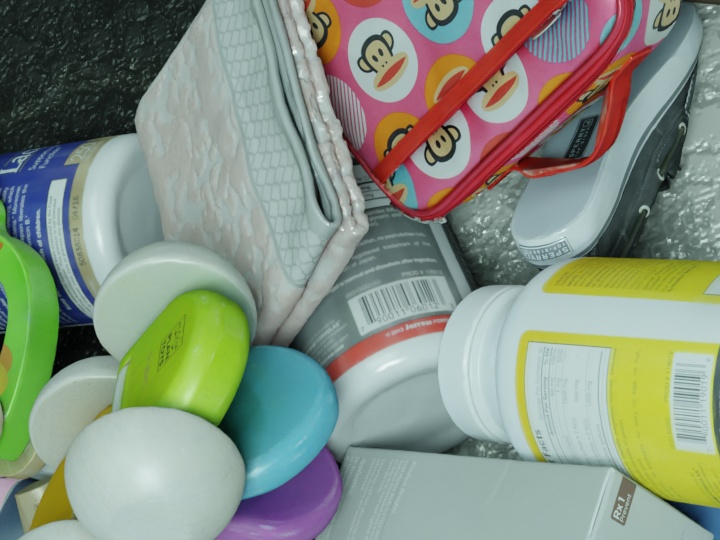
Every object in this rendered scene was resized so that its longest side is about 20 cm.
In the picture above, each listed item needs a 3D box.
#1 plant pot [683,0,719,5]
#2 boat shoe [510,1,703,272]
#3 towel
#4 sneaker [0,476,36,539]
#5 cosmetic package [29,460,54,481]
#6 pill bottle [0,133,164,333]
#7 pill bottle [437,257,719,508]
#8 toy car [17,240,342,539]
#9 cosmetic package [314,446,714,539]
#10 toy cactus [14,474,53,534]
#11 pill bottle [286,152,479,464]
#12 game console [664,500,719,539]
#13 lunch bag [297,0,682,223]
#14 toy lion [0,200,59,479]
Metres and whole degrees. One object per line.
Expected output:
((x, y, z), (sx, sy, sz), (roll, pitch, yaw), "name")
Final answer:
((0.145, -0.238, 0.965), (0.197, 0.200, 0.201), (16, 77, 26), "plant pot")
((0.146, -0.063, 0.948), (0.070, 0.066, 0.201), (-9, 40, 40), "boat shoe")
((-0.067, -0.054, 0.943), (0.191, 0.032, 0.201), (-53, 46, 50), "towel")
((-0.234, 0.217, 1.041), (0.082, 0.070, 0.201), (26, 77, 24), "sneaker")
((-0.156, 0.109, 1.040), (0.199, 0.082, 0.051), (9, 74, 33), "cosmetic package")
((-0.210, -0.019, 1.109), (0.199, 0.116, 0.116), (-6, 65, 28), "pill bottle")
((0.135, 0.050, 0.826), (0.199, 0.112, 0.113), (3, 69, 47), "pill bottle")
((-0.085, 0.101, 0.869), (0.200, 0.149, 0.176), (-55, 21, 33), "toy car")
((0.063, 0.152, 0.849), (0.199, 0.090, 0.107), (2, 64, 51), "cosmetic package")
((-0.150, 0.196, 0.964), (0.199, 0.102, 0.166), (-23, 95, 10), "toy cactus")
((0.000, 0.000, 0.977), (0.116, 0.116, 0.201), (-32, 55, 14), "pill bottle")
((0.167, 0.166, 0.855), (0.200, 0.031, 0.177), (36, 89, 37), "game console")
((0.063, -0.123, 0.889), (0.177, 0.082, 0.200), (54, 131, 9), "lunch bag")
((-0.259, 0.015, 1.036), (0.199, 0.069, 0.193), (6, 80, 32), "toy lion")
